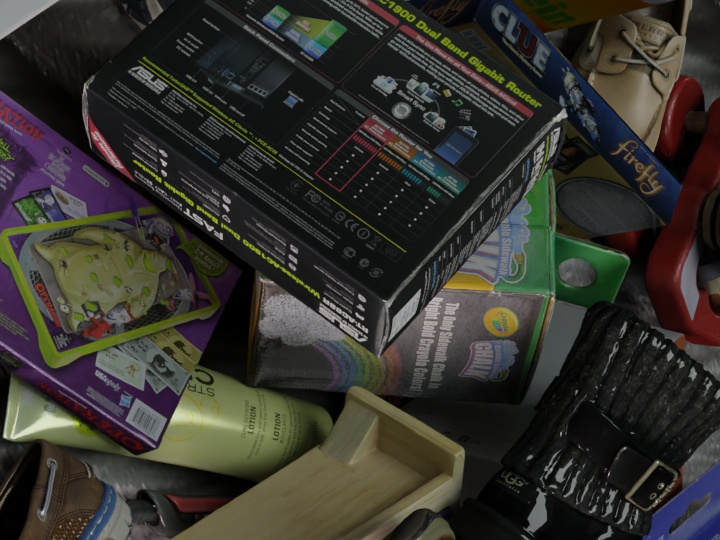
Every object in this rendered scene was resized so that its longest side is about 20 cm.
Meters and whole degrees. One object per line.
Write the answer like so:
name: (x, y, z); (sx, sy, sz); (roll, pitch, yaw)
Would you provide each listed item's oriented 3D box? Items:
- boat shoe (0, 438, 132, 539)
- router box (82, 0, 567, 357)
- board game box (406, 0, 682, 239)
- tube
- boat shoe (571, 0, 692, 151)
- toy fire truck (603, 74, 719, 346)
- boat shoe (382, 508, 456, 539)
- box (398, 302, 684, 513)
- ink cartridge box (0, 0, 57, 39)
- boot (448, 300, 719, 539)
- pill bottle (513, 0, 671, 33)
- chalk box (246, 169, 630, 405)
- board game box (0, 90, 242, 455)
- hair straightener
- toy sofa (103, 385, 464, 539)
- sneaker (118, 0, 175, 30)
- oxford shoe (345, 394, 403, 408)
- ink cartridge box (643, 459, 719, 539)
boat shoe: (-0.190, 0.166, 1.082); (0.072, 0.072, 0.200); (51, 42, -21)
router box: (-0.019, -0.073, 1.120); (0.200, 0.062, 0.150); (36, 65, 15)
board game box: (0.084, -0.089, 1.341); (0.200, 0.135, 0.035); (43, 56, -32)
tube: (-0.104, 0.076, 1.192); (0.200, 0.052, 0.058); (20, 25, -36)
boat shoe: (0.182, -0.147, 1.481); (0.071, 0.065, 0.200); (18, 61, -7)
toy fire truck: (0.256, -0.034, 1.534); (0.200, 0.112, 0.168); (-64, 144, -29)
boat shoe: (0.048, 0.190, 1.151); (0.076, 0.074, 0.200); (-47, 158, -8)
box: (0.105, 0.118, 1.323); (0.200, 0.097, 0.124); (-31, 126, -47)
ink cartridge box: (-0.219, -0.208, 1.081); (0.145, 0.084, 0.200); (-42, 105, -41)
boot: (0.149, 0.127, 1.208); (0.158, 0.079, 0.211); (-54, 138, -10)
pill bottle: (0.153, -0.216, 1.382); (0.111, 0.200, 0.111); (9, 77, -43)
chalk box: (0.042, -0.010, 1.199); (0.200, 0.124, 0.124); (3, 58, -5)
board game box: (-0.163, -0.007, 1.132); (0.200, 0.032, 0.120); (38, 61, -21)
hair straightener: (-0.065, 0.160, 1.216); (0.200, 0.041, 0.077); (9, 78, -49)
toy sofa: (-0.038, 0.153, 1.145); (0.200, 0.083, 0.098); (-29, 134, -39)
sneaker: (-0.084, -0.146, 1.238); (0.086, 0.078, 0.200); (-7, 96, -54)
oxford shoe: (0.000, 0.000, 1.308); (0.075, 0.070, 0.200); (7, 81, -13)
ink cartridge box: (0.214, 0.221, 1.417); (0.198, 0.047, 0.200); (-31, 140, -42)
